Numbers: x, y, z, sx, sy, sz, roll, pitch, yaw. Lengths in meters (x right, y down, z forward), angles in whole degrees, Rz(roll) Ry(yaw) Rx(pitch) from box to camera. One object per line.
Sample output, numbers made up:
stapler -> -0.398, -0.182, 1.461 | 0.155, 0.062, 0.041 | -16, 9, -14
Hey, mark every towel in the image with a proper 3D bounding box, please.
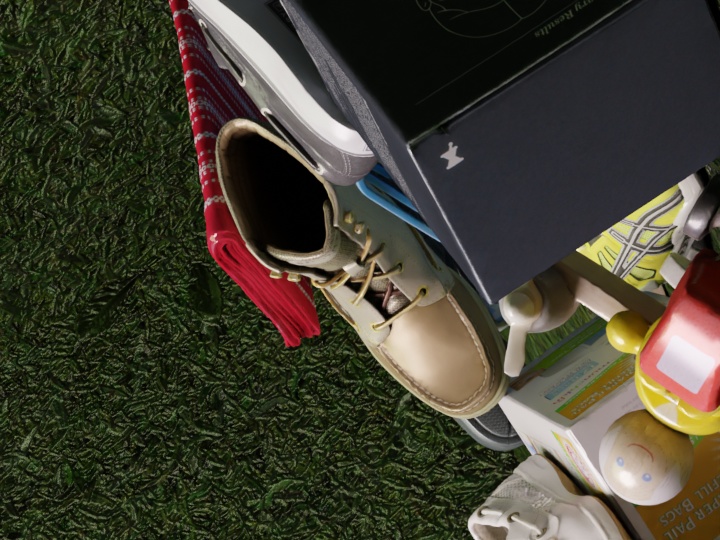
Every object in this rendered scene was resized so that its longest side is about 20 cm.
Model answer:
towel -> -0.073, -0.067, 1.450 | 0.145, 0.022, 0.201 | 53, -159, -57

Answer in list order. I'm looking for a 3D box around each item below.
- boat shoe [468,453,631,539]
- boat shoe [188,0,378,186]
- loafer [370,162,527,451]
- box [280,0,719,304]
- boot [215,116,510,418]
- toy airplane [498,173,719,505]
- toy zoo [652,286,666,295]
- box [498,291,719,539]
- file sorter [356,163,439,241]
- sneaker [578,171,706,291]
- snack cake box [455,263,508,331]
boat shoe -> 0.108, 0.159, 1.313 | 0.071, 0.069, 0.200 | 58, 173, -14
boat shoe -> -0.052, -0.126, 1.294 | 0.200, 0.070, 0.066 | 48, 144, 16
loafer -> 0.037, 0.027, 1.500 | 0.201, 0.072, 0.063 | 57, 164, 5
box -> 0.063, -0.109, 1.135 | 0.107, 0.148, 0.200 | 60, 177, -40
boot -> 0.000, 0.000, 1.386 | 0.201, 0.072, 0.155 | 54, -170, 11
toy airplane -> 0.160, 0.047, 1.162 | 0.199, 0.142, 0.200 | 36, 175, -34
toy zoo -> 0.160, -0.019, 1.678 | 0.200, 0.020, 0.132 | 55, 175, 46
box -> 0.162, 0.087, 1.372 | 0.102, 0.112, 0.200 | 56, 176, -7
file sorter -> 0.021, -0.120, 1.397 | 0.138, 0.123, 0.200 | 30, -168, -43
sneaker -> 0.140, -0.034, 1.320 | 0.076, 0.076, 0.200 | 58, 176, 30
snack cake box -> 0.078, -0.076, 1.538 | 0.201, 0.115, 0.067 | 58, 177, 7
